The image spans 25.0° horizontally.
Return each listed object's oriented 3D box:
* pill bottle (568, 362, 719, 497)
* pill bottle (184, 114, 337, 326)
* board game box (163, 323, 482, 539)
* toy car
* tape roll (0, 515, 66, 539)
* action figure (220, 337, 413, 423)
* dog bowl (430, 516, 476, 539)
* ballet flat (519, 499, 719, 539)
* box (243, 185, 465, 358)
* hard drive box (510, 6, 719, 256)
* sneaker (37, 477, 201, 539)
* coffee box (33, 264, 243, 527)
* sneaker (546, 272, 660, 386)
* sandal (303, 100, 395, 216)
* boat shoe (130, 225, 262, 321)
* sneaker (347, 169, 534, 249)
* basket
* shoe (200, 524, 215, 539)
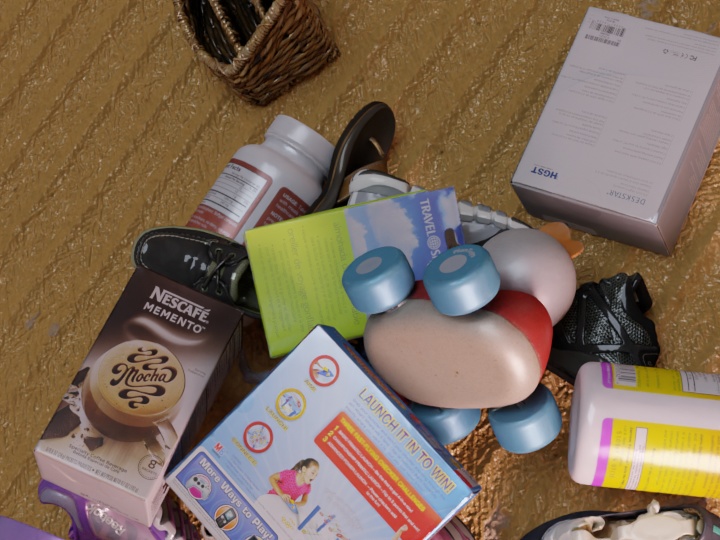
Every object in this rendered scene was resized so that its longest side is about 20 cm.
[{"bbox_3d":[0.282,0.140,1.389,0.198,0.104,0.105,6,69,3],"label":"pill bottle"},{"bbox_3d":[-0.105,-0.053,1.648,0.112,0.112,0.201,30,80,29],"label":"pill bottle"},{"bbox_3d":[-0.033,0.185,1.407,0.196,0.056,0.200,-44,78,6],"label":"board game box"},{"bbox_3d":[0.116,0.026,1.438,0.176,0.185,0.200,-1,37,42],"label":"toy car"},{"bbox_3d":[-0.256,0.295,1.504,0.199,0.200,0.066,16,75,26],"label":"tape roll"},{"bbox_3d":[-0.025,0.124,1.538,0.192,0.200,0.105,8,114,2],"label":"action figure"},{"bbox_3d":[0.015,0.293,1.459,0.199,0.074,0.202,-5,72,16],"label":"dog bowl"},{"bbox_3d":[0.219,0.236,1.418,0.199,0.073,0.074,-10,64,18],"label":"ballet flat"},{"bbox_3d":[0.000,0.000,1.507,0.199,0.048,0.123,-13,92,-4],"label":"box"},{"bbox_3d":[0.257,-0.135,1.560,0.155,0.077,0.201,19,75,28],"label":"hard drive box"},{"bbox_3d":[-0.228,0.238,1.543,0.088,0.200,0.081,-43,16,3],"label":"sneaker"},{"bbox_3d":[-0.197,0.112,1.470,0.112,0.080,0.201,22,64,6],"label":"coffee box"},{"bbox_3d":[0.194,0.037,1.514,0.199,0.076,0.115,30,79,26],"label":"sneaker"},{"bbox_3d":[-0.005,-0.077,1.626,0.054,0.082,0.201,15,61,25],"label":"sandal"},{"bbox_3d":[-0.120,0.006,1.551,0.200,0.066,0.072,21,84,-9],"label":"boat shoe"},{"bbox_3d":[0.071,-0.014,1.570,0.199,0.075,0.116,18,81,5],"label":"sneaker"},{"bbox_3d":[-0.138,-0.298,1.746,0.142,0.149,0.201,-30,61,7],"label":"basket"},{"bbox_3d":[-0.062,0.214,1.546,0.199,0.053,0.070,-28,61,6],"label":"shoe"}]
